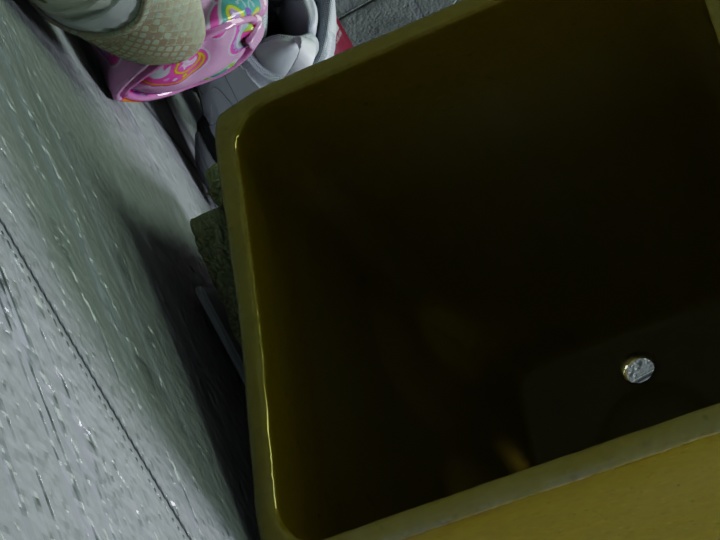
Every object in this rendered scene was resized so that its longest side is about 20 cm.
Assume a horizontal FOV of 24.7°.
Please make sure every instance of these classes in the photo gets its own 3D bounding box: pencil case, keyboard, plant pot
[{"bbox_3d":[-0.118,-0.176,0.752,0.200,0.087,0.087,62,3,6],"label":"pencil case"},{"bbox_3d":[-0.037,0.036,0.762,0.056,0.011,0.200,56,6,8],"label":"keyboard"},{"bbox_3d":[0.085,0.030,0.612,0.200,0.194,0.196,47,28,-50],"label":"plant pot"}]

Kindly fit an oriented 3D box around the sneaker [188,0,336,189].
[{"bbox_3d":[-0.064,-0.135,0.916,0.200,0.075,0.115,-112,-149,-41],"label":"sneaker"}]

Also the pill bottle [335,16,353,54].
[{"bbox_3d":[-0.042,-0.127,1.288,0.200,0.114,0.114,60,3,-26],"label":"pill bottle"}]

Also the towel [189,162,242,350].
[{"bbox_3d":[-0.010,0.052,0.692,0.148,0.036,0.200,11,56,-80],"label":"towel"}]

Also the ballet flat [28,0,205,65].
[{"bbox_3d":[-0.129,-0.141,0.623,0.200,0.067,0.062,55,34,-35],"label":"ballet flat"}]
